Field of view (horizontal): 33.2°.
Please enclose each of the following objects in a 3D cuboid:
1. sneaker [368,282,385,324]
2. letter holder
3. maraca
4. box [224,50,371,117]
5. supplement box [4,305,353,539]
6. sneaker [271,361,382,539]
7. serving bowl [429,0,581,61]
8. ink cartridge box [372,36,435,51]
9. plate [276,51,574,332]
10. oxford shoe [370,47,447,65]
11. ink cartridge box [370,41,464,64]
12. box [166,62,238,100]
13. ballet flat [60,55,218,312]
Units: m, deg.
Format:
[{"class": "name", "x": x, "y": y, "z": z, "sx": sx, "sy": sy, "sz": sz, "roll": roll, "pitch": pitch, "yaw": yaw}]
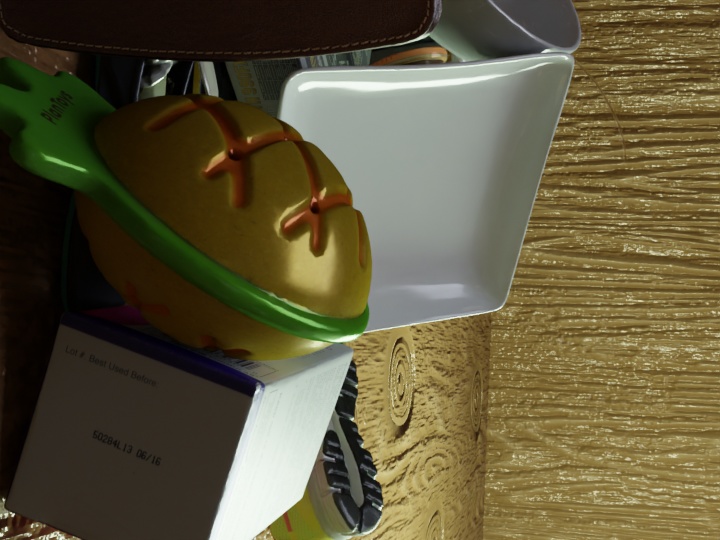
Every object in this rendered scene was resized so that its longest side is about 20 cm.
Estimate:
[{"class": "sneaker", "x": 0.000, "y": 0.000, "z": 0.850, "sx": 0.200, "sy": 0.090, "sz": 0.078, "roll": -47, "pitch": 143, "yaw": 3}, {"class": "letter holder", "x": -0.055, "y": -0.167, "z": 0.546, "sx": 0.101, "sy": 0.200, "sz": 0.142, "roll": -42, "pitch": 133, "yaw": -74}, {"class": "maraca", "x": -0.078, "y": -0.031, "z": 0.541, "sx": 0.107, "sy": 0.200, "sz": 0.137, "roll": -53, "pitch": -163, "yaw": 13}, {"class": "box", "x": -0.039, "y": -0.159, "z": 0.762, "sx": 0.200, "sy": 0.048, "sz": 0.159, "roll": 74, "pitch": 21, "yaw": -52}, {"class": "supplement box", "x": -0.084, "y": 0.077, "z": 0.636, "sx": 0.200, "sy": 0.101, "sz": 0.103, "roll": -10, "pitch": 118, "yaw": -77}, {"class": "sneaker", "x": -0.051, "y": 0.117, "z": 0.908, "sx": 0.078, "sy": 0.090, "sz": 0.200, "roll": 28, "pitch": 39, "yaw": -41}, {"class": "serving bowl", "x": 0.057, "y": -0.206, "z": 0.799, "sx": 0.200, "sy": 0.066, "sz": 0.200, "roll": 36, "pitch": 33, "yaw": -28}, {"class": "ink cartridge box", "x": 0.036, "y": -0.258, "z": 0.971, "sx": 0.200, "sy": 0.144, "sz": 0.145, "roll": -158, "pitch": -110, "yaw": -82}, {"class": "plate", "x": 0.025, "y": -0.048, "z": 0.762, "sx": 0.032, "sy": 0.200, "sz": 0.200, "roll": 53, "pitch": -39, "yaw": 43}, {"class": "oxford shoe", "x": 0.017, "y": -0.111, "z": 0.971, "sx": 0.200, "sy": 0.071, "sz": 0.073, "roll": -42, "pitch": -118, "yaw": 56}, {"class": "ink cartridge box", "x": 0.030, "y": -0.140, "z": 1.030, "sx": 0.037, "sy": 0.200, "sz": 0.095, "roll": -1, "pitch": 94, "yaw": -39}, {"class": "box", "x": -0.088, "y": -0.112, "z": 0.769, "sx": 0.200, "sy": 0.049, "sz": 0.160, "roll": 21, "pitch": 73, "yaw": -77}, {"class": "ballet flat", "x": -0.109, "y": -0.066, "z": 0.626, "sx": 0.073, "sy": 0.073, "sz": 0.200, "roll": 48, "pitch": 45, "yaw": -73}]
